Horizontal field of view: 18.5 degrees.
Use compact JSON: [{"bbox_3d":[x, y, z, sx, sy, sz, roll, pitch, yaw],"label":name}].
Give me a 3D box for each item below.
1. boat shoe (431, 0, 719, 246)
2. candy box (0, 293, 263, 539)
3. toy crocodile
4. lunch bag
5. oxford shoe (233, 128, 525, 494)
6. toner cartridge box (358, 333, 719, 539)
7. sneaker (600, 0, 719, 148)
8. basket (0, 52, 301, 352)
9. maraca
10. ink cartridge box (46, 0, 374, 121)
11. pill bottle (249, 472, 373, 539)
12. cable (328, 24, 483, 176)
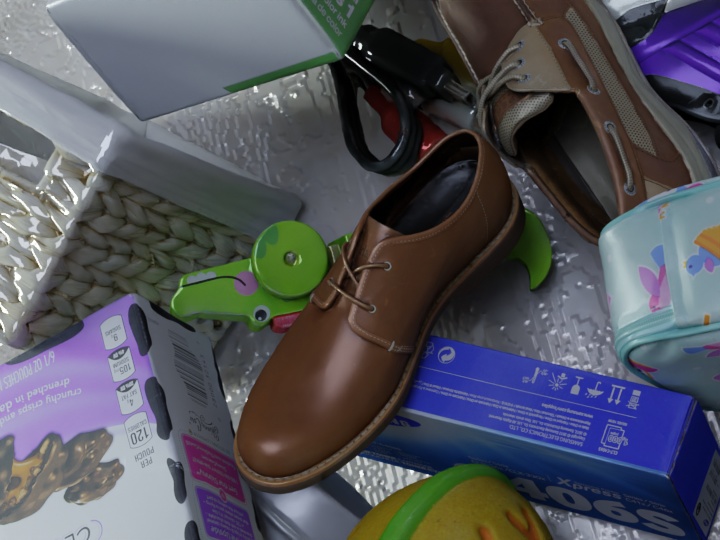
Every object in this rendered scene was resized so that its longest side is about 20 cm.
[{"bbox_3d":[0.093,-0.086,1.076,0.200,0.072,0.076,50,134,28],"label":"boat shoe"},{"bbox_3d":[-0.133,0.140,1.038,0.167,0.071,0.201,-28,59,17],"label":"candy box"},{"bbox_3d":[0.000,0.000,1.119,0.199,0.068,0.062,-13,85,-12],"label":"toy crocodile"},{"bbox_3d":[0.222,0.007,1.000,0.199,0.160,0.077,-14,66,25],"label":"lunch bag"},{"bbox_3d":[0.001,0.014,1.034,0.071,0.071,0.200,25,69,29],"label":"oxford shoe"},{"bbox_3d":[0.072,0.076,1.073,0.199,0.095,0.043,12,67,26],"label":"toner cartridge box"},{"bbox_3d":[0.204,-0.107,1.090,0.199,0.069,0.100,-18,74,24],"label":"sneaker"},{"bbox_3d":[-0.146,-0.025,1.142,0.135,0.200,0.124,28,94,27],"label":"basket"},{"bbox_3d":[0.027,0.165,1.016,0.107,0.200,0.138,7,108,32],"label":"maraca"},{"bbox_3d":[-0.045,-0.183,1.101,0.144,0.084,0.200,-13,38,41],"label":"ink cartridge box"},{"bbox_3d":[-0.078,0.182,1.101,0.111,0.111,0.200,42,93,26],"label":"pill bottle"},{"bbox_3d":[0.002,-0.113,1.194,0.200,0.050,0.097,36,88,37],"label":"cable"}]
